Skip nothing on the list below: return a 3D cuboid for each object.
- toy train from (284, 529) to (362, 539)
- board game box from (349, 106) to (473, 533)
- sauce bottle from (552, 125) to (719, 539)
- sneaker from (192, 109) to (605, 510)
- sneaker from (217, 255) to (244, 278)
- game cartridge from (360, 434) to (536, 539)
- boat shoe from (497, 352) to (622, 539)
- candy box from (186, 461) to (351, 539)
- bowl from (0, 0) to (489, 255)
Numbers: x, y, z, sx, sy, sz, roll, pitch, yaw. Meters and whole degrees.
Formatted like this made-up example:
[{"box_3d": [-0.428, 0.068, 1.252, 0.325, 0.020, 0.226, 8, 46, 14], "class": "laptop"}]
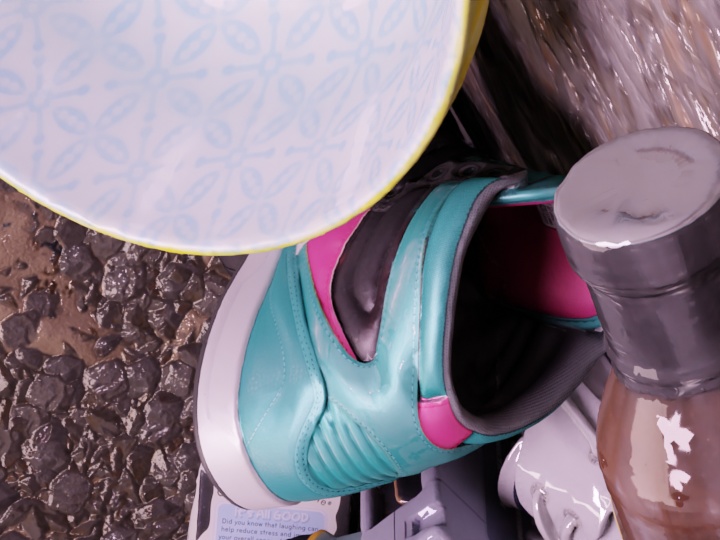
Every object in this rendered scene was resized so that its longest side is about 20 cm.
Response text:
[{"box_3d": [0.012, 0.171, 0.856, 0.114, 0.085, 0.200, -20, 112, 50], "class": "toy train"}, {"box_3d": [0.000, 0.000, 1.011, 0.136, 0.028, 0.201, -117, 27, -52], "class": "board game box"}, {"box_3d": [0.092, 0.056, 0.603, 0.065, 0.064, 0.201, -123, 10, -55], "class": "sauce bottle"}, {"box_3d": [0.028, -0.024, 0.780, 0.084, 0.120, 0.201, 44, -130, -44], "class": "sneaker"}, {"box_3d": [-0.043, -0.051, 0.912, 0.091, 0.076, 0.200, 46, -178, -40], "class": "sneaker"}, {"box_3d": [0.054, 0.085, 0.862, 0.133, 0.041, 0.200, 49, -161, -23], "class": "game cartridge"}, {"box_3d": [0.075, 0.062, 0.803, 0.201, 0.065, 0.074, 60, 174, 39], "class": "boat shoe"}, {"box_3d": [-0.043, 0.187, 0.976, 0.137, 0.060, 0.202, 108, 166, -70], "class": "candy box"}, {"box_3d": [-0.041, -0.117, 0.700, 0.108, 0.199, 0.201, -50, -58, -50], "class": "bowl"}]
